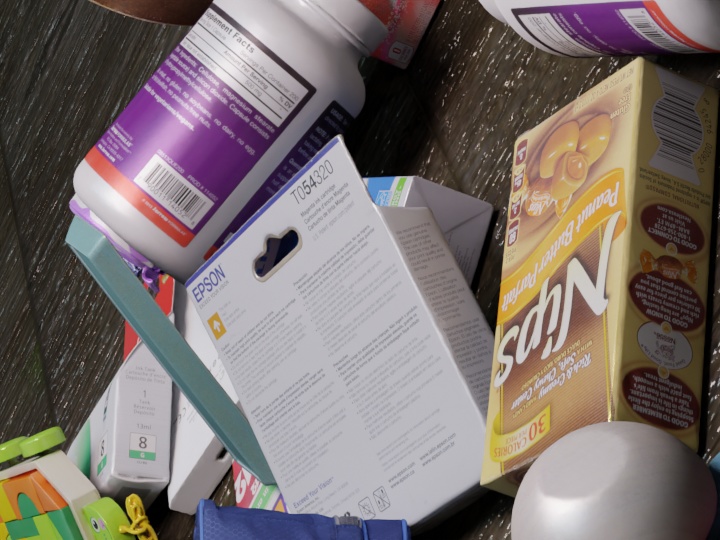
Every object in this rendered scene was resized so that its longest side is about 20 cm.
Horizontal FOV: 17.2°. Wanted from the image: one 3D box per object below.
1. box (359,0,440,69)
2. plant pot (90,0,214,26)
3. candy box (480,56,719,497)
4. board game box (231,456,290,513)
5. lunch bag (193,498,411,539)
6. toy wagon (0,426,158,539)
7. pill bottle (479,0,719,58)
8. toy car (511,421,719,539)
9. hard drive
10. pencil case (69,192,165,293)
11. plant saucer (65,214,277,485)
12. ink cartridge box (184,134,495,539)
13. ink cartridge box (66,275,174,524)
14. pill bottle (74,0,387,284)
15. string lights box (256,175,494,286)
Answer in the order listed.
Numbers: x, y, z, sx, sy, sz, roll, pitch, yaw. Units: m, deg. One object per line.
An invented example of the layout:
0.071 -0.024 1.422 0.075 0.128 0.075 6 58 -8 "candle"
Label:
0.019 -0.248 1.545 0.200 0.102 0.095 -62 25 18 "box"
-0.110 -0.289 1.480 0.187 0.187 0.200 -99 31 -47 "plant pot"
0.120 0.008 1.187 0.115 0.055 0.200 -34 42 54 "candy box"
-0.041 0.157 1.468 0.096 0.030 0.200 -55 30 32 "board game box"
-0.027 0.225 1.246 0.136 0.132 0.200 101 170 -46 "lunch bag"
-0.202 0.188 1.671 0.200 0.040 0.155 -20 94 61 "toy wagon"
0.137 -0.163 1.189 0.200 0.112 0.113 7 79 61 "pill bottle"
0.160 0.140 0.909 0.150 0.175 0.200 -30 32 5 "toy car"
-0.105 0.056 1.681 0.132 0.026 0.200 -56 27 32 "hard drive"
-0.103 -0.084 1.564 0.085 0.084 0.200 40 92 29 "pencil case"
-0.112 0.052 1.447 0.019 0.200 0.070 -40 22 -9 "plant saucer"
-0.002 0.051 1.320 0.196 0.043 0.200 -40 71 50 "ink cartridge box"
-0.177 0.088 1.740 0.161 0.050 0.200 128 145 -58 "ink cartridge box"
-0.076 -0.094 1.465 0.200 0.112 0.112 -50 25 1 "pill bottle"
0.000 0.000 1.451 0.200 0.059 0.103 2 74 66 "string lights box"
